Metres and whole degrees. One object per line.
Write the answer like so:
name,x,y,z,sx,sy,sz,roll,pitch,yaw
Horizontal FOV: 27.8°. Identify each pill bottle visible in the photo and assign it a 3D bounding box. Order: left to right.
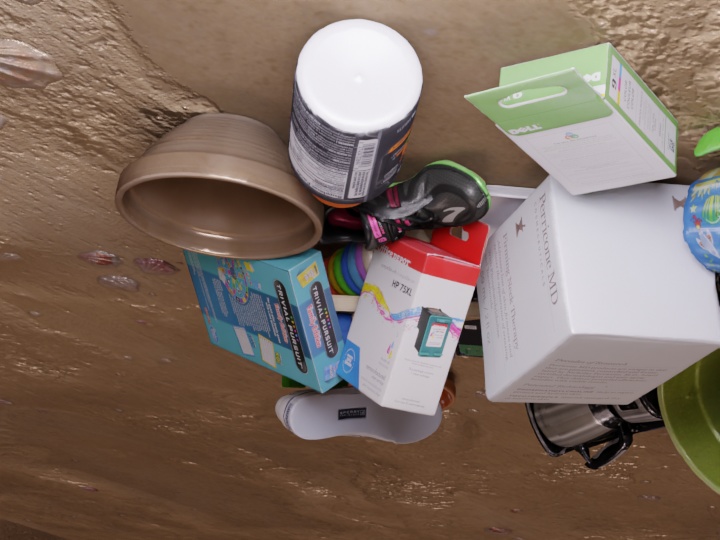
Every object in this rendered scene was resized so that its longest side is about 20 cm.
pill bottle,-0.009,-0.125,1.262,0.106,0.106,0.200,8,159,-3

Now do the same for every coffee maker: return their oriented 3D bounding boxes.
coffee maker,0.331,0.136,1.797,0.200,0.192,0.135,-25,105,48

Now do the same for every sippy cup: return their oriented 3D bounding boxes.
sippy cup,0.369,-0.048,1.318,0.139,0.178,0.130,-14,-174,-37

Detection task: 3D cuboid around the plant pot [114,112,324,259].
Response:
plant pot,-0.130,-0.089,1.408,0.200,0.093,0.201,7,158,3

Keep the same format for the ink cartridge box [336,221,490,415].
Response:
ink cartridge box,0.053,0.033,1.473,0.067,0.200,0.116,14,-173,-27

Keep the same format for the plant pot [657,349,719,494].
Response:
plant pot,0.472,0.135,1.628,0.190,0.200,0.200,-22,172,-28

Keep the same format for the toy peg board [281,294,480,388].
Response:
toy peg board,0.011,0.086,1.652,0.200,0.098,0.199,3,174,-24

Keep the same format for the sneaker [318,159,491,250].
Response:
sneaker,0.039,-0.054,1.437,0.200,0.084,0.077,-9,126,32

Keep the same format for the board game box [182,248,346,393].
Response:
board game box,-0.105,0.032,1.562,0.200,0.047,0.151,19,132,45

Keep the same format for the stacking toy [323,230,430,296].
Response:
stacking toy,0.000,0.000,1.625,0.085,0.086,0.200,17,163,-24

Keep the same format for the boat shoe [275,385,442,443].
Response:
boat shoe,-0.004,0.163,1.682,0.200,0.071,0.070,-1,-172,-26

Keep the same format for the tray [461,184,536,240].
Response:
tray,0.161,-0.044,1.526,0.107,0.022,0.200,6,159,5

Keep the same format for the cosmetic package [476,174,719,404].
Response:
cosmetic package,0.228,0.025,1.432,0.166,0.168,0.200,4,156,-18

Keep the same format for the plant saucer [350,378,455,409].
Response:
plant saucer,0.037,0.160,2.071,0.200,0.032,0.200,7,158,3

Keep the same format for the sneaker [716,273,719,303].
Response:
sneaker,0.421,0.014,1.537,0.089,0.079,0.200,-1,167,0

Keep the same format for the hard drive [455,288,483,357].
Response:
hard drive,0.180,0.061,1.764,0.139,0.038,0.200,4,158,10

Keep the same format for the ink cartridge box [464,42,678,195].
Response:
ink cartridge box,0.183,-0.137,1.232,0.104,0.059,0.200,-9,153,34
